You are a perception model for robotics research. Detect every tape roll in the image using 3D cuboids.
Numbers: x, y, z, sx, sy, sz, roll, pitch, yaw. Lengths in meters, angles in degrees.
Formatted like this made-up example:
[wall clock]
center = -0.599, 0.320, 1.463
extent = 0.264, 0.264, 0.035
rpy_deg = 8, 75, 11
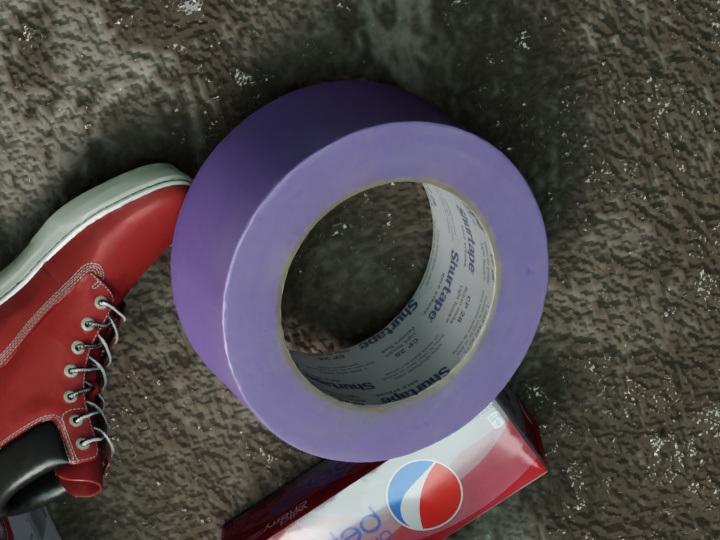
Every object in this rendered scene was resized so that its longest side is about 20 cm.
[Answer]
[tape roll]
center = 0.000, 0.000, 1.533
extent = 0.199, 0.085, 0.201
rpy_deg = -10, 114, -22

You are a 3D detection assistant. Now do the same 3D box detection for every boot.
[boot]
center = -0.147, 0.044, 1.538
extent = 0.200, 0.144, 0.072
rpy_deg = -40, 149, 4

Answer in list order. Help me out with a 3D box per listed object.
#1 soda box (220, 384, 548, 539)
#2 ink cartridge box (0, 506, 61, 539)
[soda box]
center = 0.012, 0.138, 1.628
extent = 0.200, 0.070, 0.063
rpy_deg = -34, 106, 10
[ink cartridge box]
center = -0.216, 0.207, 1.607
extent = 0.084, 0.144, 0.200
rpy_deg = -21, 110, 7
